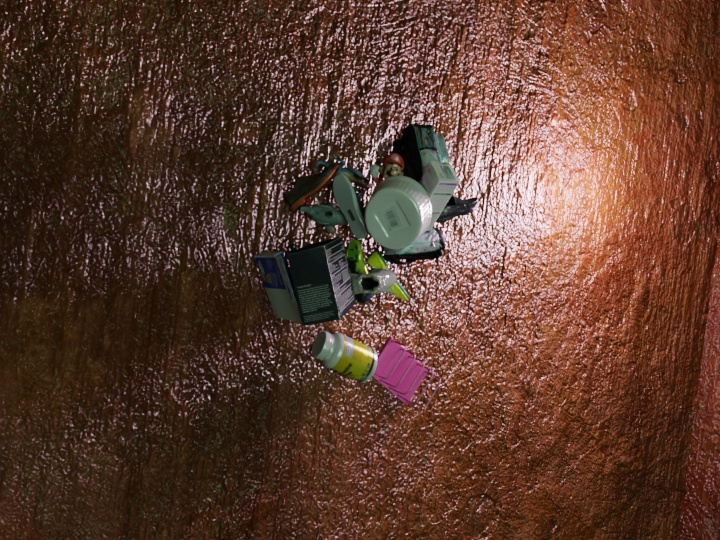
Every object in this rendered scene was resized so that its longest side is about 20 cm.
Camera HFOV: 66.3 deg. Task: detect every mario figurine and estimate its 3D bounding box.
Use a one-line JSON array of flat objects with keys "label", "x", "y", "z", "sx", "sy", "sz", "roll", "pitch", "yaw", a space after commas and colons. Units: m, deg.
[{"label": "mario figurine", "x": 0.087, "y": -0.256, "z": 1.684, "sx": 0.121, "sy": 0.104, "sz": 0.207, "roll": 4, "pitch": 101, "yaw": -47}]

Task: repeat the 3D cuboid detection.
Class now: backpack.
[{"label": "backpack", "x": 0.157, "y": -0.092, "z": 1.776, "sx": 0.195, "sy": 0.165, "sz": 0.131, "roll": -4, "pitch": 85, "yaw": -34}, {"label": "backpack", "x": 0.193, "y": -0.337, "z": 1.749, "sx": 0.148, "sy": 0.176, "sz": 0.207, "roll": 3, "pitch": 69, "yaw": -24}]

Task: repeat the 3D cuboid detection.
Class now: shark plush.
[{"label": "shark plush", "x": -0.105, "y": -0.180, "z": 1.657, "sx": 0.198, "sy": 0.082, "sz": 0.094, "roll": 26, "pitch": 78, "yaw": -45}]

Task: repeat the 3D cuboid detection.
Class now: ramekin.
[{"label": "ramekin", "x": 0.105, "y": -0.163, "z": 1.606, "sx": 0.205, "sy": 0.195, "sz": 0.098, "roll": 66, "pitch": 27, "yaw": -15}]

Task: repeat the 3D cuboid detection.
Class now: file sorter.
[{"label": "file sorter", "x": 0.153, "y": 0.349, "z": 1.831, "sx": 0.199, "sy": 0.125, "sz": 0.141, "roll": 42, "pitch": 76, "yaw": -23}]

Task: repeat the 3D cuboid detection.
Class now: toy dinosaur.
[{"label": "toy dinosaur", "x": -0.065, "y": -0.288, "z": 1.713, "sx": 0.178, "sy": 0.200, "sz": 0.107, "roll": 29, "pitch": 96, "yaw": 9}]

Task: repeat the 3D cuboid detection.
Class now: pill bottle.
[{"label": "pill bottle", "x": -0.051, "y": 0.266, "z": 1.729, "sx": 0.196, "sy": 0.112, "sz": 0.115, "roll": 27, "pitch": 82, "yaw": -25}]

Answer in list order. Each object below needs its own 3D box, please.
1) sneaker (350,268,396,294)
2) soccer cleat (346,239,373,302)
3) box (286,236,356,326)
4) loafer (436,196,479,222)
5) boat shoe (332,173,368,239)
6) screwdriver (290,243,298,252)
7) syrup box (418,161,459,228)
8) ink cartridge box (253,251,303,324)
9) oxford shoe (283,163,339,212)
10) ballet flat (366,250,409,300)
[{"label": "sneaker", "x": 0.046, "y": 0.040, "z": 1.701, "sx": 0.195, "sy": 0.098, "sz": 0.081, "roll": -12, "pitch": 98, "yaw": -36}, {"label": "soccer cleat", "x": -0.001, "y": 0.000, "z": 1.772, "sx": 0.083, "sy": 0.063, "sz": 0.208, "roll": -17, "pitch": 99, "yaw": -52}, {"label": "box", "x": -0.106, "y": 0.025, "z": 1.555, "sx": 0.119, "sy": 0.200, "sz": 0.206, "roll": -10, "pitch": 97, "yaw": 14}, {"label": "loafer", "x": 0.329, "y": -0.224, "z": 1.906, "sx": 0.195, "sy": 0.068, "sz": 0.073, "roll": -20, "pitch": 112, "yaw": -20}, {"label": "boat shoe", "x": -0.024, "y": -0.195, "z": 1.655, "sx": 0.057, "sy": 0.067, "sz": 0.205, "roll": -41, "pitch": 113, "yaw": -54}, {"label": "screwdriver", "x": -0.177, "y": 0.017, "z": 1.689, "sx": 0.029, "sy": 0.027, "sz": 0.207, "roll": -26, "pitch": 104, "yaw": -52}, {"label": "syrup box", "x": 0.213, "y": -0.224, "z": 1.662, "sx": 0.079, "sy": 0.202, "sz": 0.080, "roll": -2, "pitch": 52, "yaw": -27}, {"label": "ink cartridge box", "x": -0.221, "y": 0.045, "z": 1.574, "sx": 0.046, "sy": 0.197, "sz": 0.204, "roll": -25, "pitch": 105, "yaw": -31}, {"label": "oxford shoe", "x": -0.147, "y": -0.258, "z": 1.623, "sx": 0.198, "sy": 0.071, "sz": 0.073, "roll": -38, "pitch": 91, "yaw": 14}, {"label": "ballet flat", "x": 0.086, "y": 0.029, "z": 1.814, "sx": 0.066, "sy": 0.067, "sz": 0.203, "roll": -33, "pitch": 106, "yaw": 2}]
